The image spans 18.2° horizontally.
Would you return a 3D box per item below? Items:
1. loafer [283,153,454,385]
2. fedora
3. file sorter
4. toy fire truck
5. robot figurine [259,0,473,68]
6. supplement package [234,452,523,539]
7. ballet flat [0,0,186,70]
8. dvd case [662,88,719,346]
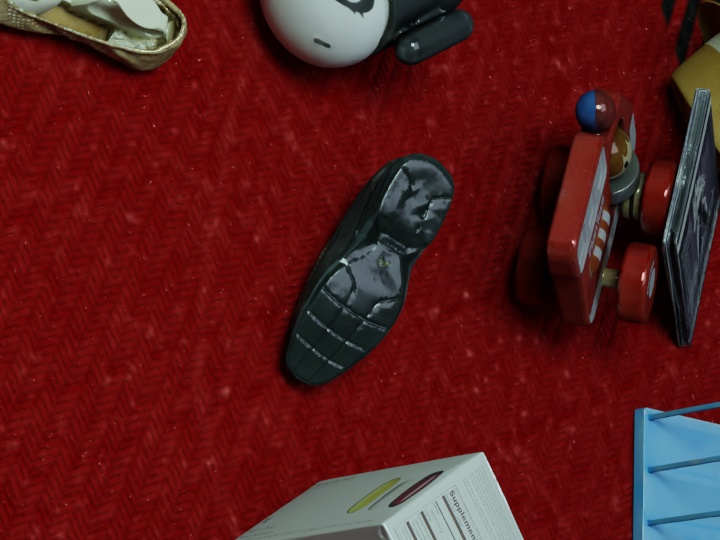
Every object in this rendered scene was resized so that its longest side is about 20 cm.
[{"bbox_3d":[0.000,0.000,1.748,0.073,0.072,0.200,38,79,-21],"label":"loafer"},{"bbox_3d":[0.335,-0.143,2.013,0.082,0.201,0.201,-31,102,-2],"label":"fedora"},{"bbox_3d":[0.324,0.220,1.921,0.138,0.122,0.201,14,70,-36],"label":"file sorter"},{"bbox_3d":[0.193,-0.059,1.838,0.168,0.112,0.201,74,30,-60],"label":"toy fire truck"},{"bbox_3d":[0.010,-0.239,1.775,0.200,0.150,0.125,-33,124,-39],"label":"robot figurine"},{"bbox_3d":[0.023,0.234,1.626,0.111,0.200,0.156,-30,99,-39],"label":"supplement package"},{"bbox_3d":[-0.210,-0.202,1.630,0.199,0.065,0.071,15,71,-35],"label":"ballet flat"},{"bbox_3d":[0.287,-0.042,1.944,0.200,0.016,0.149,69,33,-61],"label":"dvd case"}]
